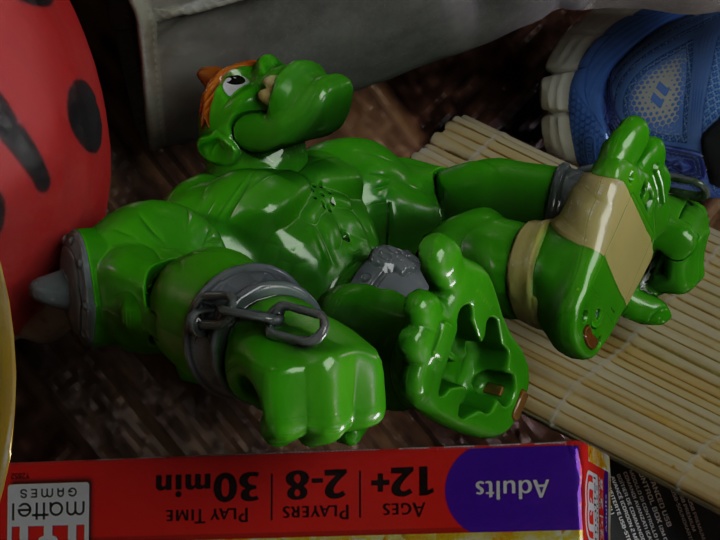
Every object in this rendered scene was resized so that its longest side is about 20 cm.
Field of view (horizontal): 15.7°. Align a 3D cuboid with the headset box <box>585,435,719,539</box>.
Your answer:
[{"bbox_3d":[0.075,0.124,0.751,0.200,0.075,0.149,-16,84,-35],"label":"headset box"}]

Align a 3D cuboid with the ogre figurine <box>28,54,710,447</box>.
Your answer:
[{"bbox_3d":[0.000,0.000,0.683,0.200,0.120,0.098,-45,136,-43],"label":"ogre figurine"}]

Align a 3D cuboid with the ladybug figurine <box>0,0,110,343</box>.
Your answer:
[{"bbox_3d":[-0.134,-0.064,0.674,0.200,0.072,0.136,49,56,-11],"label":"ladybug figurine"}]

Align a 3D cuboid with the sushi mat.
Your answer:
[{"bbox_3d":[0.083,0.017,0.748,0.200,0.012,0.096,26,48,26],"label":"sushi mat"}]

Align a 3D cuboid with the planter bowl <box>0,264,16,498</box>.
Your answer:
[{"bbox_3d":[-0.167,0.012,0.598,0.201,0.200,0.083,57,11,-6],"label":"planter bowl"}]

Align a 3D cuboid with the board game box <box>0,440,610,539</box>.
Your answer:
[{"bbox_3d":[-0.013,0.145,0.638,0.046,0.151,0.201,31,56,-73],"label":"board game box"}]

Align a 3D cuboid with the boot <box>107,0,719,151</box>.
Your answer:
[{"bbox_3d":[0.023,-0.125,0.713,0.199,0.073,0.182,-6,122,-4],"label":"boot"}]

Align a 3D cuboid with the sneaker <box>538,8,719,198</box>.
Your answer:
[{"bbox_3d":[0.151,-0.076,0.842,0.200,0.089,0.079,-39,127,-31],"label":"sneaker"}]
